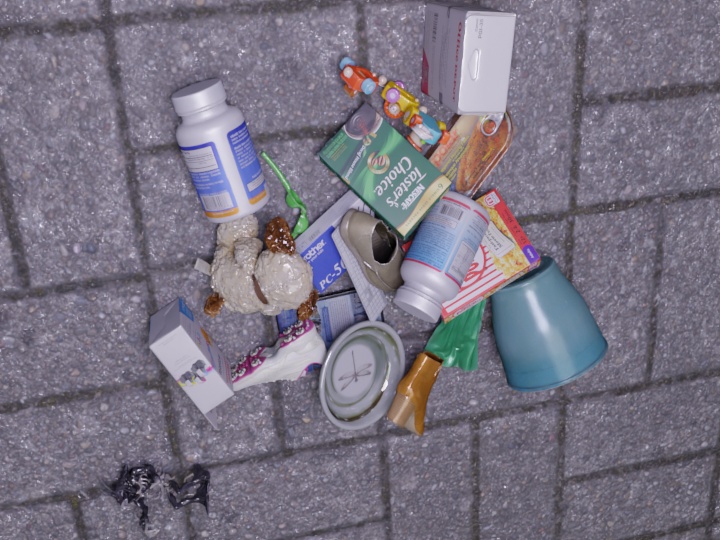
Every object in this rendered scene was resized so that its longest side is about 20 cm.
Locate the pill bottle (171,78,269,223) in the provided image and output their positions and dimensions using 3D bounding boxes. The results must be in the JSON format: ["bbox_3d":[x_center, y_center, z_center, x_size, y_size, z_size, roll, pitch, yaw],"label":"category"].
[{"bbox_3d":[-0.222,-0.188,1.259,0.110,0.112,0.204,-20,114,-6],"label":"pill bottle"}]

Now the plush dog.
[{"bbox_3d":[-0.154,0.011,1.299,0.169,0.161,0.203,-8,118,30],"label":"plush dog"}]

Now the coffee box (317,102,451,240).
[{"bbox_3d":[0.040,-0.162,1.312,0.200,0.044,0.123,45,86,7],"label":"coffee box"}]

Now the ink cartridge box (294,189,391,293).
[{"bbox_3d":[-0.026,-0.064,1.377,0.199,0.044,0.094,-42,128,0],"label":"ink cartridge box"}]

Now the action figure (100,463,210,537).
[{"bbox_3d":[-0.372,0.408,1.462,0.195,0.103,0.121,0,123,-16],"label":"action figure"}]

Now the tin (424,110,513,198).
[{"bbox_3d":[0.181,-0.204,1.397,0.111,0.042,0.201,33,101,-27],"label":"tin"}]

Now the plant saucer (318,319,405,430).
[{"bbox_3d":[-0.006,0.183,1.452,0.197,0.050,0.205,-13,110,-37],"label":"plant saucer"}]

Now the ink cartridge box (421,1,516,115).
[{"bbox_3d":[0.162,-0.333,1.251,0.081,0.200,0.150,-2,112,-13],"label":"ink cartridge box"}]

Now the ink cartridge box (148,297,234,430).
[{"bbox_3d":[-0.278,0.160,1.379,0.067,0.115,0.202,-31,116,1],"label":"ink cartridge box"}]

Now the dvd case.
[{"bbox_3d":[-0.051,0.108,1.470,0.195,0.018,0.146,-12,113,-9],"label":"dvd case"}]

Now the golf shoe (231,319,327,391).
[{"bbox_3d":[-0.147,0.172,1.427,0.198,0.076,0.092,-31,113,14],"label":"golf shoe"}]

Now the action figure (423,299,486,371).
[{"bbox_3d":[0.189,0.084,1.502,0.115,0.055,0.204,7,111,-15],"label":"action figure"}]

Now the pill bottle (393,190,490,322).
[{"bbox_3d":[0.132,-0.022,1.344,0.108,0.108,0.203,31,79,-23],"label":"pill bottle"}]

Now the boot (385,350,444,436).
[{"bbox_3d":[0.115,0.227,1.500,0.070,0.201,0.146,30,84,21],"label":"boot"}]

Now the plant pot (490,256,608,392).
[{"bbox_3d":[0.325,0.088,1.473,0.197,0.200,0.191,-27,101,-2],"label":"plant pot"}]

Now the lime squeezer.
[{"bbox_3d":[-0.124,-0.105,1.366,0.069,0.038,0.204,4,114,18],"label":"lime squeezer"}]

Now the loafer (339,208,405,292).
[{"bbox_3d":[0.036,-0.025,1.348,0.200,0.067,0.077,46,67,-44],"label":"loafer"}]

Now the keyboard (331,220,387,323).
[{"bbox_3d":[0.000,0.000,1.372,0.010,0.057,0.202,2,132,33],"label":"keyboard"}]

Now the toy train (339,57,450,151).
[{"bbox_3d":[0.049,-0.252,1.274,0.149,0.200,0.056,-11,143,-56],"label":"toy train"}]

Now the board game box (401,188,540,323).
[{"bbox_3d":[0.193,-0.025,1.417,0.198,0.046,0.153,-32,72,0],"label":"board game box"}]
